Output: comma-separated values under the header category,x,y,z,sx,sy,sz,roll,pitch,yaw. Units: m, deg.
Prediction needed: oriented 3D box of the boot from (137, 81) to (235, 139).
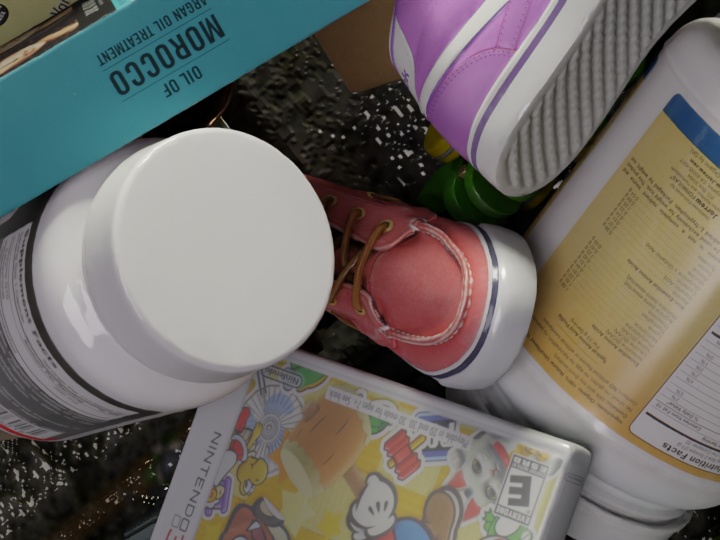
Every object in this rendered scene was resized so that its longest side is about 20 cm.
category,x,y,z,sx,sy,sz,roll,pitch,yaw
boot,-0.168,-0.071,0.823,0.155,0.200,0.074,23,140,21

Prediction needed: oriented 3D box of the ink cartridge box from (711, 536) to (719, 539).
category,x,y,z,sx,sy,sz,roll,pitch,yaw
ink cartridge box,0.216,0.081,0.742,0.200,0.148,0.076,-23,95,24

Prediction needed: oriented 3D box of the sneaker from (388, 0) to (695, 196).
category,x,y,z,sx,sy,sz,roll,pitch,yaw
sneaker,0.083,-0.141,0.705,0.201,0.073,0.114,-50,55,15

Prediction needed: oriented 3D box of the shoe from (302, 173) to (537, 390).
category,x,y,z,sx,sy,sz,roll,pitch,yaw
shoe,0.000,0.000,0.770,0.091,0.200,0.072,15,94,-19

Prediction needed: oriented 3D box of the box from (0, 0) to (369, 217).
category,x,y,z,sx,sy,sz,roll,pitch,yaw
box,-0.076,-0.100,0.717,0.200,0.082,0.049,-31,109,-3

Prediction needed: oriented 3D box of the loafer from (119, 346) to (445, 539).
category,x,y,z,sx,sy,sz,roll,pitch,yaw
loafer,-0.036,0.109,0.890,0.200,0.072,0.063,-35,96,23

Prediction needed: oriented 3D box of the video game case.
category,x,y,z,sx,sy,sz,roll,pitch,yaw
video game case,-0.015,0.133,0.751,0.200,0.023,0.182,17,85,39

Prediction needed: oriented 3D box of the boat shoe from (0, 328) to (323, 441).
category,x,y,z,sx,sy,sz,roll,pitch,yaw
boat shoe,-0.118,0.036,0.905,0.200,0.072,0.068,-17,93,14

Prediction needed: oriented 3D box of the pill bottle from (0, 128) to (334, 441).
category,x,y,z,sx,sy,sz,roll,pitch,yaw
pill bottle,-0.100,0.008,0.753,0.200,0.114,0.114,-19,98,57

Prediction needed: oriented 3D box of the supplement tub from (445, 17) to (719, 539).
category,x,y,z,sx,sy,sz,roll,pitch,yaw
supplement tub,0.141,0.009,0.754,0.145,0.145,0.200,38,114,7

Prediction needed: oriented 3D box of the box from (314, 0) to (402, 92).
category,x,y,z,sx,sy,sz,roll,pitch,yaw
box,0.044,-0.166,0.761,0.200,0.021,0.164,-13,129,29

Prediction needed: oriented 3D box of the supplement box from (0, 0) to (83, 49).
category,x,y,z,sx,sy,sz,roll,pitch,yaw
supplement box,-0.204,-0.206,0.757,0.134,0.200,0.200,-57,44,23

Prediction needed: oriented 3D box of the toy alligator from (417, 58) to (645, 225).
category,x,y,z,sx,sy,sz,roll,pitch,yaw
toy alligator,0.088,-0.070,0.779,0.059,0.054,0.200,31,133,-22
